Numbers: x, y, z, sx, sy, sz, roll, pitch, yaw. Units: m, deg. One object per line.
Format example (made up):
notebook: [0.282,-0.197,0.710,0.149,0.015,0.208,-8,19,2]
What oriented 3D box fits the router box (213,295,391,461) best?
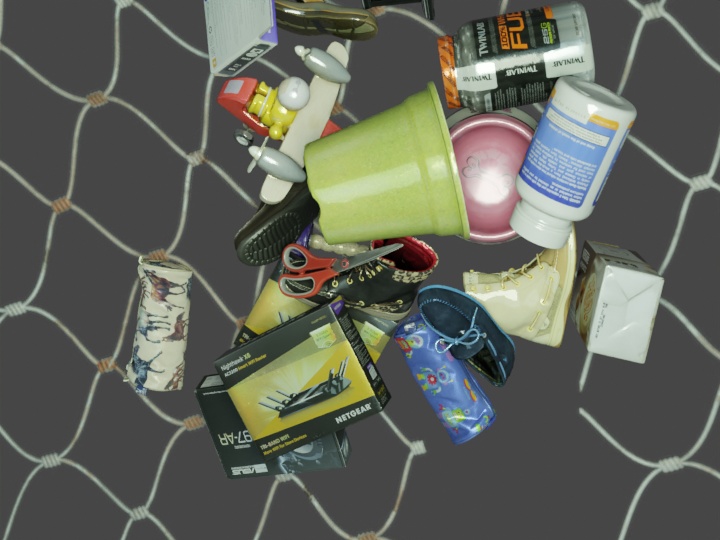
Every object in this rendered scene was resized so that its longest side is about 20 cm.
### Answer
router box: [-0.080,0.149,1.417,0.198,0.052,0.159,-27,95,21]

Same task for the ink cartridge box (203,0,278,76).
ink cartridge box: [-0.151,-0.380,1.359,0.043,0.199,0.202,-3,84,-30]

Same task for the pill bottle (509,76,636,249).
pill bottle: [0.265,-0.135,1.335,0.110,0.112,0.203,22,114,1]

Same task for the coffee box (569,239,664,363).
coffee box: [0.340,0.036,1.396,0.078,0.200,0.116,12,103,2]

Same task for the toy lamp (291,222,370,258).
toy lamp: [-0.024,-0.034,1.495,0.196,0.058,0.059,11,102,2]

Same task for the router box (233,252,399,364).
router box: [-0.063,0.087,1.524,0.198,0.052,0.159,30,102,0]

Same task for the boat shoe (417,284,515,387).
boat shoe: [0.154,0.092,1.432,0.199,0.070,0.084,35,140,-28]

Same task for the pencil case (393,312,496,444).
pencil case: [0.124,0.151,1.501,0.086,0.078,0.202,-23,100,43]

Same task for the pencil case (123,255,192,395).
pencil case: [-0.298,0.079,1.534,0.088,0.078,0.204,5,103,-15]

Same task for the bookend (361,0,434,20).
bookend: [-0.009,-0.417,1.343,0.196,0.199,0.094,-3,63,8]

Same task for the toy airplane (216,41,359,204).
toy airplane: [-0.079,-0.206,1.411,0.196,0.142,0.202,-20,69,-11]

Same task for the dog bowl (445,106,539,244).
dog bowl: [0.180,-0.130,1.446,0.196,0.074,0.204,1,102,6]

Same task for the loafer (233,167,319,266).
loafer: [-0.111,-0.083,1.458,0.071,0.200,0.074,28,146,30]

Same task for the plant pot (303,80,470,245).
plant pot: [0.028,-0.118,1.317,0.181,0.200,0.204,-13,99,3]

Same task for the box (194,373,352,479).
box: [-0.128,0.221,1.526,0.196,0.044,0.163,-9,112,19]

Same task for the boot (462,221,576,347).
boot: [0.221,0.007,1.461,0.152,0.073,0.203,7,118,6]

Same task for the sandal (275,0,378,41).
sandal: [-0.066,-0.361,1.419,0.197,0.082,0.056,11,79,20]

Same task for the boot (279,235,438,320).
boot: [0.000,0.000,1.416,0.197,0.151,0.074,17,59,-12]

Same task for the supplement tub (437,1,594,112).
supplement tub: [0.207,-0.282,1.389,0.196,0.123,0.125,-10,100,7]

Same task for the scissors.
scissors: [-0.028,0.000,1.368,0.197,0.014,0.075,0,91,31]
